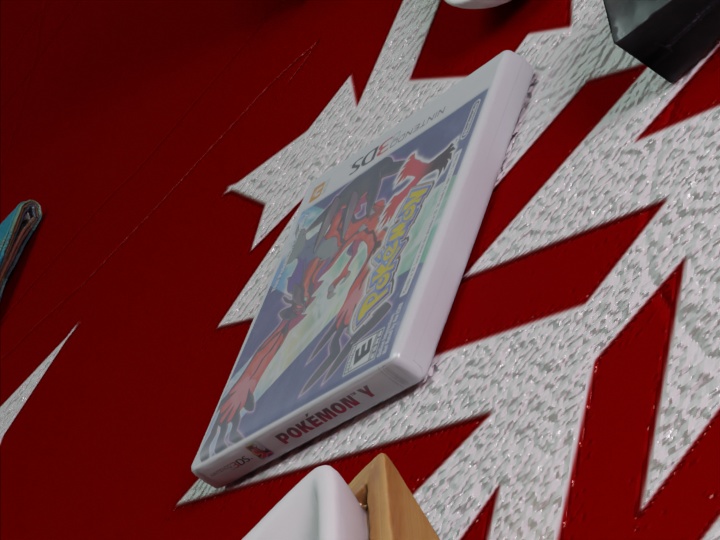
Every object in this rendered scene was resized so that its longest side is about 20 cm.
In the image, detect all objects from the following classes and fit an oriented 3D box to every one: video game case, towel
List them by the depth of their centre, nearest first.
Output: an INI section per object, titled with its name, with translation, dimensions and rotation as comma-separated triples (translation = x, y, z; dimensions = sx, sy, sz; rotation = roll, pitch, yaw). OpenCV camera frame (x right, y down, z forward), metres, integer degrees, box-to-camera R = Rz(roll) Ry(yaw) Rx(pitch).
[video game case]
translation = 0.000, 0.000, 1.161
dimensions = 0.182, 0.023, 0.200
rotation = -32, 30, 48
[towel]
translation = -0.330, 0.040, 1.867
dimensions = 0.200, 0.022, 0.147
rotation = -41, 22, 38

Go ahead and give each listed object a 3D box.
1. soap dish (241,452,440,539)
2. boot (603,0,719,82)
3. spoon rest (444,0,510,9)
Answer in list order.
[soap dish]
translation = -0.038, 0.184, 0.857
dimensions = 0.200, 0.081, 0.157
rotation = -47, 21, 20
[boot]
translation = 0.185, -0.194, 1.004
dimensions = 0.200, 0.066, 0.165
rotation = -46, 19, 36
[spoon rest]
translation = 0.075, -0.207, 1.273
dimensions = 0.099, 0.061, 0.200
rotation = -47, 20, 21
